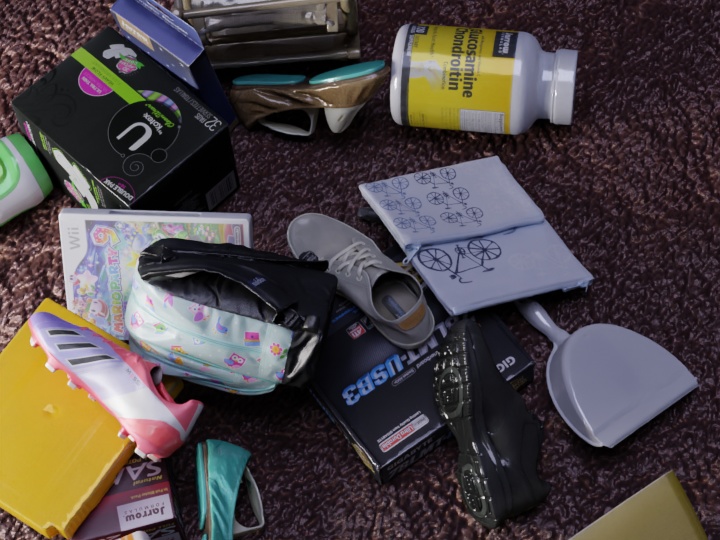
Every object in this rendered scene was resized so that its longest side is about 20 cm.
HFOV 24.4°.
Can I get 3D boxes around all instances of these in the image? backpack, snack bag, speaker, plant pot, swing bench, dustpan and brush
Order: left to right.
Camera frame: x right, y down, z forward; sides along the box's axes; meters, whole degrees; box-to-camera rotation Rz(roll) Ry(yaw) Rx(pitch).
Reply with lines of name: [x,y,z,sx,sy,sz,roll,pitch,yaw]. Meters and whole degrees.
speaker: [-0.437,-0.066,1.810,0.199,0.089,0.089,-34,63,-15]
backpack: [-0.130,0.044,1.628,0.198,0.128,0.167,12,18,0]
swing bench: [-0.104,-0.298,1.860,0.197,0.200,0.131,-6,69,2]
snack bag: [0.120,-0.038,1.734,0.187,0.022,0.201,-11,49,-28]
dustpan and brush: [0.226,0.085,1.691,0.139,0.057,0.200,-30,68,-25]
plant pot: [0.231,0.324,1.473,0.199,0.200,0.177,-32,73,-14]

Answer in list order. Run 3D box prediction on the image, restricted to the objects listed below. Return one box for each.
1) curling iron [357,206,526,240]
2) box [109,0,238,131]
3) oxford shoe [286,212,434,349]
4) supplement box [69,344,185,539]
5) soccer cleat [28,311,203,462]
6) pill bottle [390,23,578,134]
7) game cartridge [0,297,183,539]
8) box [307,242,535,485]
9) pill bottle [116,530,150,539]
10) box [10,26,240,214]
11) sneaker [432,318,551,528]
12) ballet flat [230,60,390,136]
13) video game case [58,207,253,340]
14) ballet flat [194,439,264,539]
curling iron: [0.089,-0.038,1.782,0.198,0.026,0.050,19,56,15]
box: [-0.205,-0.230,1.817,0.121,0.200,0.032,36,76,21]
oxford shoe: [0.000,0.000,1.697,0.075,0.058,0.200,-40,61,-15]
supplement box: [-0.247,0.181,1.662,0.108,0.061,0.201,-14,60,-4]
soccer cleat: [-0.236,0.098,1.598,0.200,0.067,0.077,42,89,19]
pill bottle: [0.136,-0.208,1.829,0.198,0.112,0.113,5,60,8]
game cartridge: [-0.299,0.145,1.637,0.175,0.033,0.201,28,68,20]
box: [0.043,0.085,1.703,0.199,0.050,0.199,-32,61,-13]
pill bottle: [-0.269,0.331,1.546,0.199,0.113,0.113,-24,60,-9]
box: [-0.253,-0.136,1.813,0.200,0.125,0.148,39,68,23]
sneaker: [0.130,0.143,1.621,0.090,0.076,0.202,-14,94,-24]
ballet flat: [-0.052,-0.186,1.842,0.198,0.073,0.068,-4,18,24]
video game case: [-0.208,0.007,1.723,0.198,0.145,0.018,2,26,6]
ballet flat: [-0.127,0.257,1.607,0.070,0.068,0.202,5,61,-9]
